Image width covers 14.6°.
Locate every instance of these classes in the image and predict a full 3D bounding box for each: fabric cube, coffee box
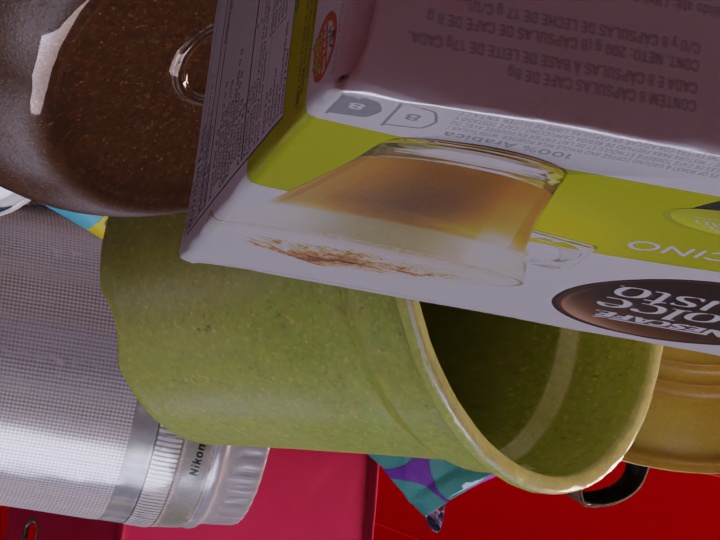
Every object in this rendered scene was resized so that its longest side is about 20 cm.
[{"bbox_3d":[-0.123,0.199,1.966,0.199,0.197,0.199,14,163,-26],"label":"fabric cube"},{"bbox_3d":[0.073,-0.100,0.805,0.199,0.201,0.198,10,164,-13],"label":"coffee box"}]

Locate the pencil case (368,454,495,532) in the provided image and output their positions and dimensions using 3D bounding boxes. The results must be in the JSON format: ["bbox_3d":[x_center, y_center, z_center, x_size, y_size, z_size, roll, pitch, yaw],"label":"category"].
[{"bbox_3d":[-0.002,0.023,1.320,0.200,0.085,0.092,47,-168,-2],"label":"pencil case"}]

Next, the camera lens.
[{"bbox_3d":[-0.153,0.051,1.511,0.199,0.161,0.160,10,164,-13],"label":"camera lens"}]

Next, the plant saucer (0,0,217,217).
[{"bbox_3d":[-0.054,-0.085,0.999,0.200,0.037,0.201,-20,144,-15],"label":"plant saucer"}]

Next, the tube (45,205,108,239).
[{"bbox_3d":[-0.136,-0.062,1.233,0.199,0.078,0.050,26,-167,-25],"label":"tube"}]

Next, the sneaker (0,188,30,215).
[{"bbox_3d":[-0.246,-0.047,1.259,0.198,0.080,0.130,14,-159,2],"label":"sneaker"}]

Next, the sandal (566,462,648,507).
[{"bbox_3d":[0.158,0.124,1.844,0.079,0.058,0.201,16,162,-30],"label":"sandal"}]

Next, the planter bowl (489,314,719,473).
[{"bbox_3d":[0.133,-0.002,1.276,0.199,0.201,0.084,10,123,-12],"label":"planter bowl"}]

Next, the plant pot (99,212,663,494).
[{"bbox_3d":[0.000,0.000,1.174,0.184,0.201,0.200,-9,159,36],"label":"plant pot"}]
